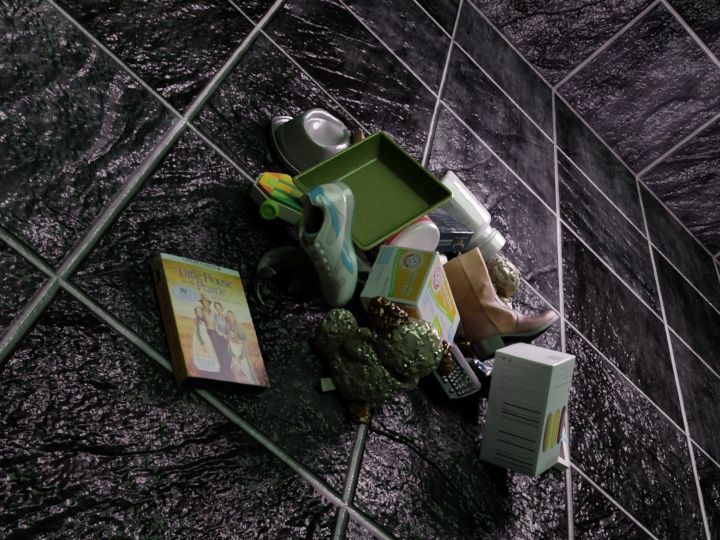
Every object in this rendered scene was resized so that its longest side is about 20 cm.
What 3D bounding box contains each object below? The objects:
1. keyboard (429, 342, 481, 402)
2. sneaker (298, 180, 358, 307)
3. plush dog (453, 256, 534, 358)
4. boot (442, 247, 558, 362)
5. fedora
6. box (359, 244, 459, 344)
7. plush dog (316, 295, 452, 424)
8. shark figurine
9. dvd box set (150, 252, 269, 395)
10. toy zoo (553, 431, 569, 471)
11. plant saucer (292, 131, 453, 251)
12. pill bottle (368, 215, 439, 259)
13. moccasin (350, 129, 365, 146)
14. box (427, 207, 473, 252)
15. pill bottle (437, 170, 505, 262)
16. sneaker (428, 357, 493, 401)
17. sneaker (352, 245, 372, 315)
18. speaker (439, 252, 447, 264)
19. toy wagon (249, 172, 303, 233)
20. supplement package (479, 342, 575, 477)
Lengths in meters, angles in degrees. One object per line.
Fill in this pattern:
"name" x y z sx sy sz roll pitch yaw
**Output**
"keyboard" 0.126 0.139 1.599 0.104 0.040 0.200 -22 61 -23
"sneaker" -0.056 -0.036 1.434 0.081 0.076 0.201 -16 109 -38
"plush dog" 0.223 0.085 1.781 0.171 0.160 0.201 -2 74 -34
"boot" 0.254 0.050 1.711 0.069 0.188 0.201 99 -32 -70
"fedora" -0.082 -0.250 1.759 0.200 0.090 0.177 -6 61 -56
"box" 0.086 0.063 1.504 0.200 0.101 0.113 65 40 -50
"plush dog" 0.046 0.135 1.401 0.200 0.172 0.161 36 31 -25
"shark figurine" -0.105 -0.020 1.476 0.214 0.089 0.128 4 52 -55
"dvd box set" -0.210 0.076 1.276 0.146 0.029 0.201 17 44 -45
"toy zoo" 0.359 0.311 1.807 0.131 0.020 0.200 38 31 -21
"plant saucer" 0.020 -0.126 1.539 0.200 0.048 0.200 -32 59 -23
"pill bottle" 0.037 -0.096 1.623 0.119 0.120 0.200 6 36 -51
"moccasin" 0.039 -0.202 1.823 0.074 0.077 0.202 -84 151 -48
"box" 0.099 -0.094 1.785 0.199 0.051 0.158 -1 34 -42
"pill bottle" 0.219 -0.110 1.994 0.200 0.114 0.114 47 29 -6
"sneaker" 0.197 0.199 1.677 0.199 0.076 0.077 21 2 -29
"sneaker" 0.000 0.000 1.608 0.200 0.078 0.086 44 26 -11
"speaker" 0.095 0.008 1.725 0.081 0.081 0.200 54 30 6
"toy wagon" -0.092 -0.107 1.574 0.199 0.040 0.155 24 24 -5
"supplement package" 0.293 0.241 1.598 0.114 0.109 0.201 -8 108 -56
